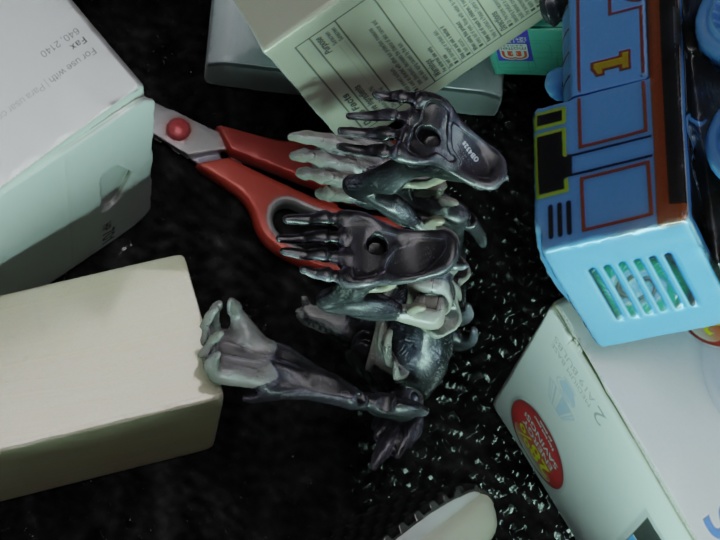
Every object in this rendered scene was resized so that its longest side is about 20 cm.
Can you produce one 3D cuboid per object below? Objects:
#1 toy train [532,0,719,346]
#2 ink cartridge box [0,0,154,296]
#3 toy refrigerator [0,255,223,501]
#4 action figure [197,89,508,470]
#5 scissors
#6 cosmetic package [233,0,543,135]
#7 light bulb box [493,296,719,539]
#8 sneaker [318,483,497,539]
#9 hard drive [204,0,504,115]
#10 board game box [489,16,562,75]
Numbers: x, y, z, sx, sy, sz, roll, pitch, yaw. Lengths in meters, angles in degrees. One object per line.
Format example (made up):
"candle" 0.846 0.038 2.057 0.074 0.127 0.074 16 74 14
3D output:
"toy train" 0.123 -0.070 0.896 0.114 0.087 0.200 -11 53 18
"ink cartridge box" -0.178 -0.097 0.962 0.086 0.146 0.200 -36 78 -16
"toy refrigerator" -0.161 0.053 0.948 0.200 0.076 0.070 -14 72 -11
"action figure" 0.000 0.000 0.923 0.102 0.200 0.119 19 69 5
"scissors" -0.071 -0.050 1.029 0.200 0.014 0.073 16 71 -3
"cosmetic package" 0.045 -0.147 0.964 0.200 0.104 0.073 -33 61 5
"light bulb box" 0.194 0.072 0.959 0.200 0.125 0.198 -27 74 -17
"sneaker" -0.008 0.171 0.938 0.200 0.070 0.093 -41 101 -23
"hard drive" 0.004 -0.173 1.078 0.132 0.027 0.200 6 70 -5
"board game box" 0.139 -0.181 1.044 0.152 0.045 0.200 3 67 12
